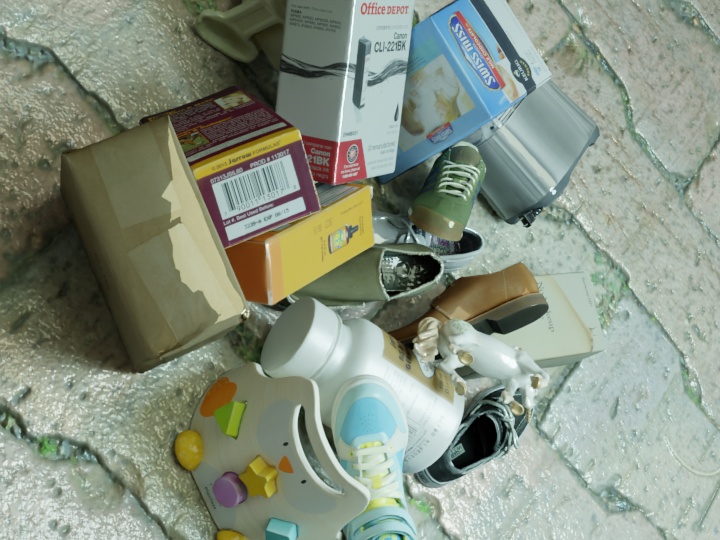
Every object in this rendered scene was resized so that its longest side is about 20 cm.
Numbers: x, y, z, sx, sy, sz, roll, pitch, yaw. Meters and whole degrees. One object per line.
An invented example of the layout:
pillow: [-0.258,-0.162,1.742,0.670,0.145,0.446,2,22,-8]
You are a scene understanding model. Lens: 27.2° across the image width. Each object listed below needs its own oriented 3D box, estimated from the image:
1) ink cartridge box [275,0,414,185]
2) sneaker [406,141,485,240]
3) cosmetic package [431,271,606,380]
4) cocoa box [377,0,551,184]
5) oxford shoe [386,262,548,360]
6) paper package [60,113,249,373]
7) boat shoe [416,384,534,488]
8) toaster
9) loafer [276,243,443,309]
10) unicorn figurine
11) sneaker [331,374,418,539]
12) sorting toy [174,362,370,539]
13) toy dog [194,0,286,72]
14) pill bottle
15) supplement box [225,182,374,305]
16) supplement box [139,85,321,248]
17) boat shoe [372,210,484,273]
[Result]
ink cartridge box: [-0.018,-0.201,1.551,0.144,0.083,0.202,-19,118,-61]
sneaker: [0.100,-0.097,1.656,0.067,0.090,0.200,22,14,2]
cosmetic package: [0.187,0.064,1.737,0.199,0.073,0.104,-6,76,-40]
cocoa box: [0.085,-0.209,1.677,0.131,0.200,0.134,-35,94,-42]
oxford shoe: [0.101,0.049,1.627,0.199,0.071,0.072,-21,67,-2]
paper package: [-0.193,-0.018,1.363,0.103,0.191,0.201,-23,87,-15]
boat shoe: [0.142,0.176,1.654,0.199,0.068,0.074,-22,87,-43]
toaster: [0.194,-0.151,1.808,0.129,0.113,0.200,46,51,-10]
loafer: [0.000,0.000,1.566,0.199,0.070,0.076,-9,88,-21]
unicorn figurine: [0.142,0.103,1.557,0.200,0.074,0.137,41,12,-15]
sneaker: [0.019,0.211,1.444,0.079,0.131,0.201,-8,116,-6]
sorting toy: [-0.071,0.180,1.398,0.107,0.180,0.201,-25,89,-43]
toy dog: [-0.064,-0.325,1.646,0.193,0.139,0.201,33,52,-26]
pill bottle: [0.001,0.115,1.530,0.199,0.114,0.115,35,53,-24]
supplement box: [-0.061,-0.031,1.468,0.200,0.068,0.067,-29,122,-52]
supplement box: [-0.129,-0.103,1.430,0.110,0.200,0.086,-22,115,-14]
boat shoe: [0.055,-0.034,1.668,0.199,0.068,0.073,14,64,-36]
